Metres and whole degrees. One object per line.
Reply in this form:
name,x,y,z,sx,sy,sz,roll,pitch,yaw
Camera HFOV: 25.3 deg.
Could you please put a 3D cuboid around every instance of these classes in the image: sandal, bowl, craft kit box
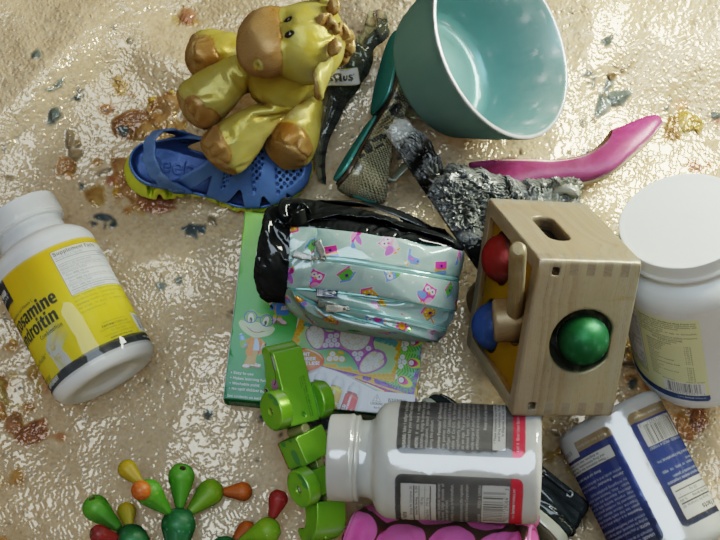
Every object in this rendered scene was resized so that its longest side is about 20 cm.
sandal,-0.149,-0.107,1.658,0.199,0.087,0.080,0,75,-1
bowl,0.111,-0.216,1.647,0.200,0.105,0.202,16,65,-39
craft kit box,-0.031,0.048,1.642,0.199,0.049,0.199,5,74,1

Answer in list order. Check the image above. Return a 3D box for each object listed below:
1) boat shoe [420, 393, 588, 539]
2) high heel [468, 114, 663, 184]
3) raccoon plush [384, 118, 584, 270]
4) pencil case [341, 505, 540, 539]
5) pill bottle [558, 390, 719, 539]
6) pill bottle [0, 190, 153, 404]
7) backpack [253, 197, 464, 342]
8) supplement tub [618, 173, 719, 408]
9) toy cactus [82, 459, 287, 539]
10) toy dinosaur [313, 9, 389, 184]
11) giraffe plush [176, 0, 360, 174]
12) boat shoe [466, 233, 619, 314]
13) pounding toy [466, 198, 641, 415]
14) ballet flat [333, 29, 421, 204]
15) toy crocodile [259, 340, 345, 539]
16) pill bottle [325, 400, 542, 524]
boat shoe,0.147,0.186,1.592,0.066,0.075,0.199,-42,74,-19
high heel,0.214,-0.125,1.669,0.200,0.067,0.096,-36,89,6
raccoon plush,0.132,-0.096,1.599,0.134,0.097,0.200,-35,98,3
pencil case,0.076,0.273,1.547,0.199,0.091,0.094,2,78,16
pill bottle,0.284,0.228,1.560,0.111,0.111,0.201,-25,78,-5
pill bottle,-0.299,0.025,1.613,0.112,0.112,0.201,-29,78,-6
backpack,0.000,0.000,1.565,0.199,0.167,0.127,11,96,0
supplement tub,0.323,0.020,1.545,0.144,0.200,0.145,-10,45,10
toy cactus,-0.176,0.273,1.572,0.199,0.102,0.166,6,87,-8
toy dinosaur,-0.038,-0.201,1.699,0.088,0.047,0.201,23,83,1
giraffe plush,-0.073,-0.202,1.575,0.199,0.162,0.173,-23,81,-20
boat shoe,0.204,0.009,1.646,0.199,0.063,0.074,-14,103,0
pounding toy,0.165,0.028,1.484,0.141,0.200,0.185,2,112,-14
ballet flat,0.035,-0.155,1.676,0.075,0.068,0.201,26,66,-13
toy crocodile,-0.056,0.168,1.574,0.067,0.062,0.201,-17,87,-38
pill bottle,0.069,0.179,1.504,0.199,0.111,0.111,2,77,5
